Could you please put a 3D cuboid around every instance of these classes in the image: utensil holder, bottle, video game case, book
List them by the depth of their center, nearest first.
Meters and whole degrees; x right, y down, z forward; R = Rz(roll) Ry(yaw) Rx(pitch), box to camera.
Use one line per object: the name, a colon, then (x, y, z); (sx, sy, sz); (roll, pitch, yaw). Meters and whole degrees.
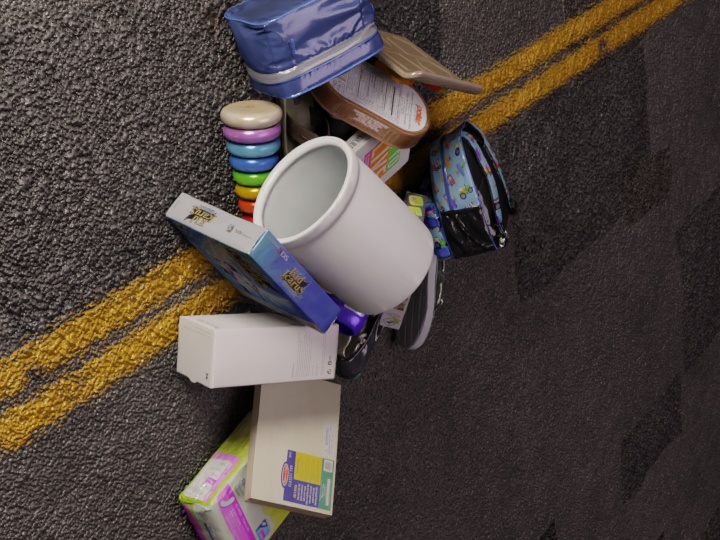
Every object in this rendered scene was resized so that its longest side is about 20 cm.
video game case: (-0.143, -0.008, 1.588); (0.046, 0.181, 0.200); (-55, 137, -14)
utensil holder: (-0.020, -0.055, 1.615); (0.200, 0.170, 0.170); (42, 65, -38)
book: (0.009, -0.172, 1.815); (0.200, 0.048, 0.134); (-46, 159, -35)
bottle: (0.000, 0.000, 1.860); (0.065, 0.083, 0.201); (116, -1, -70)

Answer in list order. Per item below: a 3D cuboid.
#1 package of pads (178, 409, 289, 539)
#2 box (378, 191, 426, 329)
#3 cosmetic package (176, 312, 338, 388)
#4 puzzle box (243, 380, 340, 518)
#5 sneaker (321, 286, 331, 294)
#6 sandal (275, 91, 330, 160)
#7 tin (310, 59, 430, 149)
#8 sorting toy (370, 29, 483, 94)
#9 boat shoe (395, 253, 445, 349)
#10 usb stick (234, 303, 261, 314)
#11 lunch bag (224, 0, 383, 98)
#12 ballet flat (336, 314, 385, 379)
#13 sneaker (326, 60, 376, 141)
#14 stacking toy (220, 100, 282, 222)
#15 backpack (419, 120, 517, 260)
package of pads: (-0.164, 0.315, 1.729); (0.200, 0.068, 0.155); (-49, 133, -38)
box: (0.067, -0.017, 1.875); (0.200, 0.035, 0.110); (-80, -175, -45)
cosmetic package: (-0.141, 0.108, 1.641); (0.199, 0.107, 0.085); (0, 99, -37)
puzzle box: (-0.096, 0.245, 1.707); (0.133, 0.025, 0.201); (19, 60, -27)
sneaker: (-0.058, -0.051, 1.746); (0.070, 0.082, 0.200); (-45, 115, -25)
sandal: (-0.079, -0.208, 1.729); (0.080, 0.057, 0.202); (-34, 124, -43)
tin: (0.014, -0.251, 1.731); (0.200, 0.042, 0.112); (26, 52, -22)
sorting toy: (0.063, -0.315, 1.785); (0.185, 0.200, 0.037); (1, 121, -52)
boat shoe: (0.113, 0.038, 2.022); (0.071, 0.072, 0.201); (17, 82, -48)
usb stick: (-0.133, 0.126, 1.758); (0.056, 0.033, 0.200); (-52, 135, -22)
lunch bag: (-0.067, -0.322, 1.623); (0.200, 0.136, 0.133); (-30, 122, -19)
ballet flat: (0.007, 0.077, 1.900); (0.073, 0.073, 0.201); (45, 65, -47)
sneaker: (0.001, -0.258, 1.827); (0.200, 0.074, 0.085); (-39, 152, -47)
stacking toy: (-0.148, -0.130, 1.653); (0.085, 0.085, 0.201); (-27, 125, -46)
backpack: (0.167, -0.138, 1.977); (0.183, 0.134, 0.201); (-63, 134, -61)
